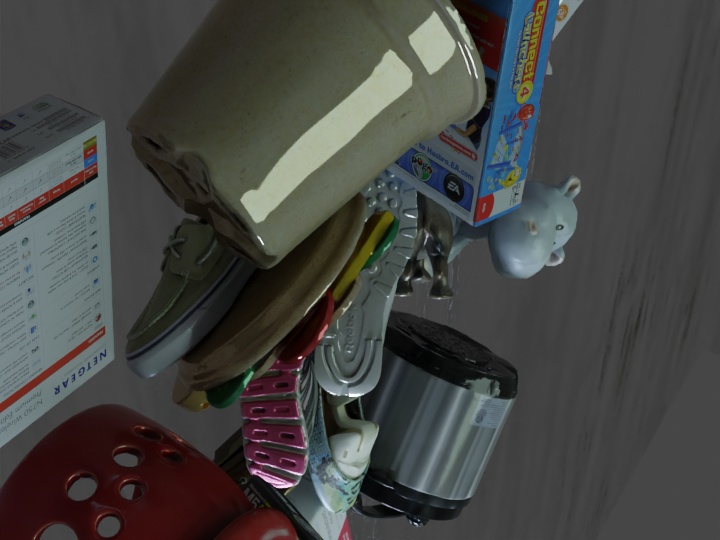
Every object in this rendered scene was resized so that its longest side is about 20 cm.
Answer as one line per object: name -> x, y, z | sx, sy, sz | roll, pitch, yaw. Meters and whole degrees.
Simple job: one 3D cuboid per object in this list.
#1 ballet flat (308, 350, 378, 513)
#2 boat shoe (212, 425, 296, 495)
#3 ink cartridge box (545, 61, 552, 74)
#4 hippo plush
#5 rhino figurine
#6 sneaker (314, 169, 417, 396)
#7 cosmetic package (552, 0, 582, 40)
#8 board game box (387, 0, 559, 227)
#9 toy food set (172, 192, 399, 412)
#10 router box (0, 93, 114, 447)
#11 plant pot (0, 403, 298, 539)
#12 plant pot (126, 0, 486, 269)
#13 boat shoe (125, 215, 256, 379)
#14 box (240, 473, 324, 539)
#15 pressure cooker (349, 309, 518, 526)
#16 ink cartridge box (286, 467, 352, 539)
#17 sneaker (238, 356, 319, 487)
ballet flat -> -0.018, 0.126, 1.121 | 0.074, 0.073, 0.204 | -23, 104, -58
boat shoe -> -0.124, 0.213, 1.064 | 0.200, 0.067, 0.073 | -48, 153, -35
ink cartridge box -> 0.090, -0.208, 1.081 | 0.199, 0.067, 0.118 | -18, 84, -60
hippo plush -> 0.133, -0.045, 1.253 | 0.200, 0.159, 0.161 | -44, 156, -52
rhino figurine -> 0.039, -0.033, 1.117 | 0.200, 0.059, 0.089 | -143, -129, -75
sneaker -> 0.000, 0.000, 1.027 | 0.081, 0.075, 0.203 | -76, -179, -73
cosmetic package -> 0.114, -0.276, 1.010 | 0.083, 0.051, 0.199 | -51, 131, 5
board game box -> 0.050, -0.169, 0.927 | 0.055, 0.199, 0.198 | -21, 133, -36
toy food set -> -0.063, 0.019, 0.909 | 0.049, 0.197, 0.201 | 44, 64, -19
router box -> -0.225, 0.022, 0.697 | 0.200, 0.048, 0.182 | -41, 145, -47
plant pot -> -0.150, 0.221, 0.880 | 0.201, 0.180, 0.202 | -50, 152, -39
plant pot -> -0.049, -0.112, 0.815 | 0.184, 0.199, 0.201 | -48, 152, -15
boat shoe -> -0.113, -0.012, 0.905 | 0.062, 0.072, 0.201 | 44, 71, -20
box -> -0.073, 0.283, 0.960 | 0.161, 0.200, 0.044 | -49, 138, -3
pressure cooker -> 0.052, 0.161, 1.256 | 0.179, 0.173, 0.203 | -98, -150, -79
ink cartridge box -> -0.095, 0.297, 1.184 | 0.201, 0.085, 0.149 | -55, 155, -30
sneaker -> -0.073, 0.079, 1.055 | 0.088, 0.072, 0.203 | -83, 171, -71
